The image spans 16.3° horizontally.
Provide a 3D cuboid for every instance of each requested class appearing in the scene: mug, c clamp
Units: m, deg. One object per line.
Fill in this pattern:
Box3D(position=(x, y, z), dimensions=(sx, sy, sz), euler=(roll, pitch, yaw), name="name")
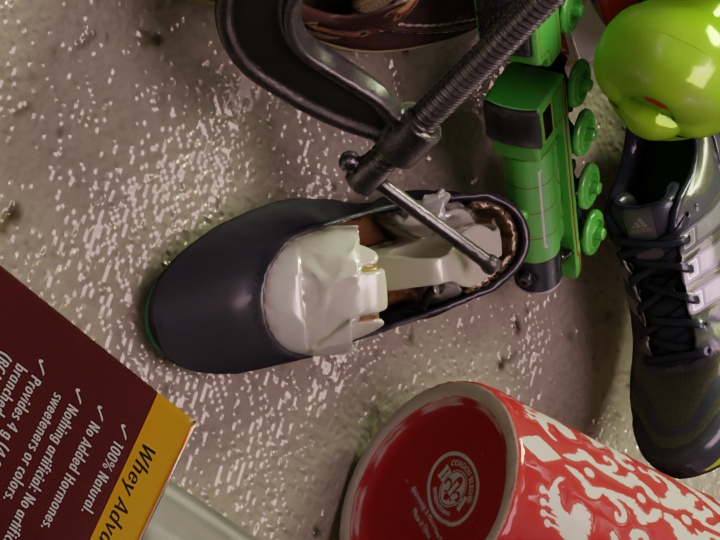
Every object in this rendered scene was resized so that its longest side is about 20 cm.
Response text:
Box3D(position=(0.110, 0.137, 1.119), dimensions=(0.200, 0.177, 0.134), euler=(31, 74, -36), name="mug")
Box3D(position=(0.036, -0.103, 0.997), dimensions=(0.171, 0.200, 0.027), euler=(28, 38, -17), name="c clamp")

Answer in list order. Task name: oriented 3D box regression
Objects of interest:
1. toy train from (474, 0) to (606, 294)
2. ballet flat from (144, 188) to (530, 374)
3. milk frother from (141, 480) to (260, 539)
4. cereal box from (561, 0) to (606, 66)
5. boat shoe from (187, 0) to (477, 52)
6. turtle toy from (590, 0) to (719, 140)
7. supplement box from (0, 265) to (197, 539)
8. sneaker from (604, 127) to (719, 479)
Box3D(position=(0.079, -0.069, 1.132), dimensions=(0.056, 0.042, 0.200), euler=(-55, 148, -40), name="toy train")
Box3D(position=(0.000, 0.000, 1.077), dimensions=(0.200, 0.073, 0.073), euler=(-14, 100, -44), name="ballet flat")
Box3D(position=(-0.048, 0.181, 0.937), dimensions=(0.188, 0.200, 0.181), euler=(38, 68, -38), name="milk frother")
Box3D(position=(0.110, -0.214, 1.208), dimensions=(0.144, 0.039, 0.200), euler=(-33, 112, -40), name="cereal box")
Box3D(position=(0.000, -0.128, 1.066), dimensions=(0.200, 0.072, 0.072), euler=(8, 98, -43), name="boat shoe")
Box3D(position=(0.160, -0.130, 1.130), dimensions=(0.200, 0.145, 0.101), euler=(-55, 171, -54), name="turtle toy")
Box3D(position=(-0.197, 0.080, 0.834), dimensions=(0.200, 0.133, 0.198), euler=(43, 61, -36), name="supplement box")
Box3D(position=(0.148, 0.001, 1.209), dimensions=(0.081, 0.074, 0.201), euler=(28, 56, -50), name="sneaker")
